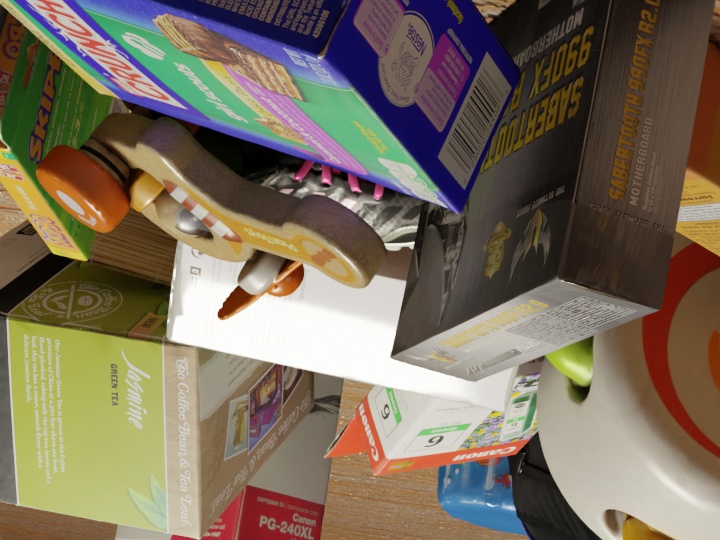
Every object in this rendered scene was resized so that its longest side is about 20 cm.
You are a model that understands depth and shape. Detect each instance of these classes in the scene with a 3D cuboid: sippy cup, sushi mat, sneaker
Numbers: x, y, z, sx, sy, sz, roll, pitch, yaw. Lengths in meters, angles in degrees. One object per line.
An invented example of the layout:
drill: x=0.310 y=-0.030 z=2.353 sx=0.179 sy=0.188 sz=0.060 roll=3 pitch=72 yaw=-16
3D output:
sippy cup: x=0.114 y=0.121 z=1.506 sx=0.177 sy=0.131 sz=0.140 roll=5 pitch=163 yaw=22
sushi mat: x=-0.068 y=-0.010 z=1.259 sx=0.200 sy=0.096 sz=0.012 roll=15 pitch=127 yaw=7
sneaker: x=-0.024 y=-0.061 z=1.084 sx=0.200 sy=0.074 sz=0.087 roll=11 pitch=171 yaw=23

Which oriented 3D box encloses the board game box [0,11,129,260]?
board game box: x=-0.161 y=-0.080 z=1.085 sx=0.030 sy=0.096 sz=0.200 roll=12 pitch=164 yaw=6

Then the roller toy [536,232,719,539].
roller toy: x=0.197 y=0.073 z=1.143 sx=0.182 sy=0.200 sz=0.140 roll=-22 pitch=165 yaw=-24

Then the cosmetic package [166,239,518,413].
cosmetic package: x=0.000 y=0.000 z=1.180 sx=0.200 sy=0.108 sz=0.085 roll=14 pitch=126 yaw=3

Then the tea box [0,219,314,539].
tea box: x=-0.151 y=0.055 z=1.313 sx=0.196 sy=0.134 sz=0.200 roll=8 pitch=-157 yaw=17

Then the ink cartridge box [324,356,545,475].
ink cartridge box: x=0.061 y=0.090 z=1.317 sx=0.109 sy=0.050 sz=0.200 roll=-6 pitch=153 yaw=-26

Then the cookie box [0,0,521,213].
cookie box: x=-0.055 y=-0.112 z=0.863 sx=0.200 sy=0.075 sz=0.171 roll=21 pitch=170 yaw=27

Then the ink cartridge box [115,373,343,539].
ink cartridge box: x=-0.090 y=0.107 z=1.493 sx=0.083 sy=0.200 sz=0.145 roll=20 pitch=163 yaw=-38

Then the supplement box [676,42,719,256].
supplement box: x=0.191 y=-0.043 z=1.000 sx=0.200 sy=0.067 sz=0.069 roll=26 pitch=159 yaw=-38

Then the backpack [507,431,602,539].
backpack: x=0.190 y=0.116 z=1.346 sx=0.147 sy=0.183 sz=0.200 roll=-3 pitch=-178 yaw=-29

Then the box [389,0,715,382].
box: x=0.081 y=-0.045 z=0.910 sx=0.048 sy=0.159 sz=0.200 roll=17 pitch=164 yaw=-15

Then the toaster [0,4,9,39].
toaster: x=-0.239 y=-0.098 z=1.022 sx=0.113 sy=0.129 sz=0.200 roll=14 pitch=164 yaw=-8

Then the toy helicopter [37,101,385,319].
toy helicopter: x=-0.055 y=-0.022 z=0.994 sx=0.200 sy=0.079 sz=0.132 roll=19 pitch=154 yaw=49
